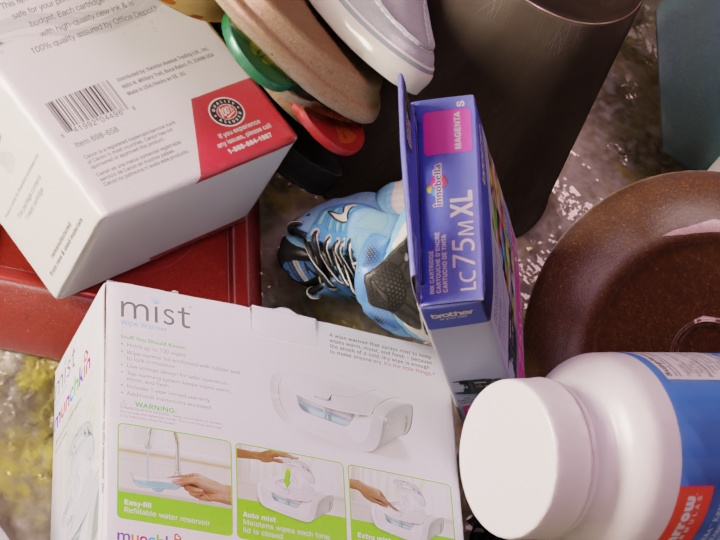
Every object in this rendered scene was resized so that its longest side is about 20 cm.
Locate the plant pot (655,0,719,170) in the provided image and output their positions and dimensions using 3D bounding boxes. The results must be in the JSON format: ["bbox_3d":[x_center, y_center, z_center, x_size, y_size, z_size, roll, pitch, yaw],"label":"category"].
[{"bbox_3d":[0.258,-0.126,1.647,0.134,0.200,0.201,-3,51,7],"label":"plant pot"}]

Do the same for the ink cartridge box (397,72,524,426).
[{"bbox_3d":[0.055,-0.007,1.343,0.042,0.200,0.120,-7,63,11],"label":"ink cartridge box"}]

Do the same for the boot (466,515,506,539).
[{"bbox_3d":[0.137,0.193,1.403,0.198,0.073,0.163,34,41,-3],"label":"boot"}]

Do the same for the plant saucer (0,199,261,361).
[{"bbox_3d":[-0.142,-0.037,1.446,0.199,0.037,0.201,13,50,-20],"label":"plant saucer"}]

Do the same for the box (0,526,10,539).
[{"bbox_3d":[-0.292,0.122,1.242,0.200,0.041,0.156,-25,70,-38],"label":"box"}]

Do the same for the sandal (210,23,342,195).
[{"bbox_3d":[-0.062,-0.123,1.515,0.075,0.048,0.201,22,24,-52],"label":"sandal"}]

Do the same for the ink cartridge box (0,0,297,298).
[{"bbox_3d":[-0.156,-0.104,1.408,0.144,0.084,0.200,-24,71,-40],"label":"ink cartridge box"}]

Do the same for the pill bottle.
[{"bbox_3d":[0.155,0.099,1.364,0.199,0.112,0.113,1,55,-35],"label":"pill bottle"}]

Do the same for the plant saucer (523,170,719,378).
[{"bbox_3d":[0.193,0.044,1.470,0.200,0.201,0.037,22,6,-12],"label":"plant saucer"}]

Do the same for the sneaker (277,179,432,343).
[{"bbox_3d":[0.000,0.000,1.427,0.090,0.200,0.079,-8,99,-1],"label":"sneaker"}]

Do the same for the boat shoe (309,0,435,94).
[{"bbox_3d":[0.004,-0.183,1.447,0.070,0.072,0.201,27,27,-42],"label":"boat shoe"}]

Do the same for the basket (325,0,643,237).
[{"bbox_3d":[0.076,-0.126,1.520,0.180,0.200,0.136,10,52,-22],"label":"basket"}]

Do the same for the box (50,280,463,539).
[{"bbox_3d":[-0.054,0.115,1.336,0.199,0.097,0.177,11,51,-21],"label":"box"}]

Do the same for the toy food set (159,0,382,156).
[{"bbox_3d":[-0.060,-0.148,1.422,0.198,0.049,0.200,48,13,-5],"label":"toy food set"}]

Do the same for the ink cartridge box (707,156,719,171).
[{"bbox_3d":[0.296,0.000,1.577,0.199,0.146,0.084,20,51,-14],"label":"ink cartridge box"}]
